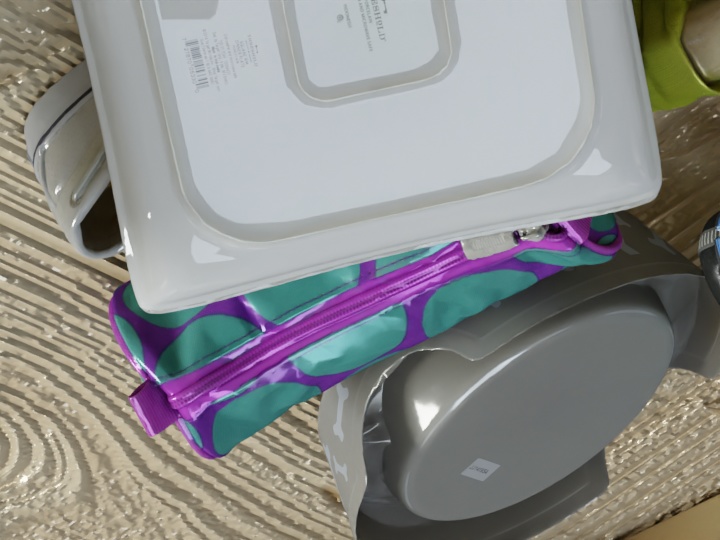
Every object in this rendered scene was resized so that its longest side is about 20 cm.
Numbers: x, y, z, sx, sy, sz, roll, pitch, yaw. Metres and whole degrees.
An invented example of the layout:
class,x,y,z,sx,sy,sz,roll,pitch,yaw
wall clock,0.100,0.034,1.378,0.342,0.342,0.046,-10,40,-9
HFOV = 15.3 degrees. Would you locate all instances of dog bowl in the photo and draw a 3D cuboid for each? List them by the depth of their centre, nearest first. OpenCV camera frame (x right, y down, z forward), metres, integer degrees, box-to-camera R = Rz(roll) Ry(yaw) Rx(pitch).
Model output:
class,x,y,z,sx,sy,sz,roll,pitch,yaw
dog bowl,0.069,0.050,1.199,0.200,0.059,0.200,-25,150,-16

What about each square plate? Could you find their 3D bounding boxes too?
class,x,y,z,sx,sy,sz,roll,pitch,yaw
square plate,0.000,-0.091,0.934,0.198,0.028,0.200,-13,113,-4

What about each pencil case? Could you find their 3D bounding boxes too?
class,x,y,z,sx,sy,sz,roll,pitch,yaw
pencil case,0.000,0.000,1.093,0.200,0.092,0.085,-28,110,12

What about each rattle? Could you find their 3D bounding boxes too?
class,x,y,z,sx,sy,sz,roll,pitch,yaw
rattle,0.153,-0.160,1.018,0.200,0.143,0.130,-36,178,-6

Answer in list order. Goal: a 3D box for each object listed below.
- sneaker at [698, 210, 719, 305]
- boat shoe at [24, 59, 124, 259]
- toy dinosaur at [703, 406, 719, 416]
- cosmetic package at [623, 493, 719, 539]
class,x,y,z,sx,sy,sz,roll,pitch,yaw
sneaker,0.189,0.041,1.171,0.083,0.071,0.200,1,150,34
boat shoe,-0.044,-0.076,0.989,0.200,0.070,0.071,-38,142,22
toy dinosaur,0.285,0.084,1.388,0.200,0.060,0.106,20,130,-43
cosmetic package,0.191,0.181,1.456,0.200,0.071,0.105,-26,144,6
